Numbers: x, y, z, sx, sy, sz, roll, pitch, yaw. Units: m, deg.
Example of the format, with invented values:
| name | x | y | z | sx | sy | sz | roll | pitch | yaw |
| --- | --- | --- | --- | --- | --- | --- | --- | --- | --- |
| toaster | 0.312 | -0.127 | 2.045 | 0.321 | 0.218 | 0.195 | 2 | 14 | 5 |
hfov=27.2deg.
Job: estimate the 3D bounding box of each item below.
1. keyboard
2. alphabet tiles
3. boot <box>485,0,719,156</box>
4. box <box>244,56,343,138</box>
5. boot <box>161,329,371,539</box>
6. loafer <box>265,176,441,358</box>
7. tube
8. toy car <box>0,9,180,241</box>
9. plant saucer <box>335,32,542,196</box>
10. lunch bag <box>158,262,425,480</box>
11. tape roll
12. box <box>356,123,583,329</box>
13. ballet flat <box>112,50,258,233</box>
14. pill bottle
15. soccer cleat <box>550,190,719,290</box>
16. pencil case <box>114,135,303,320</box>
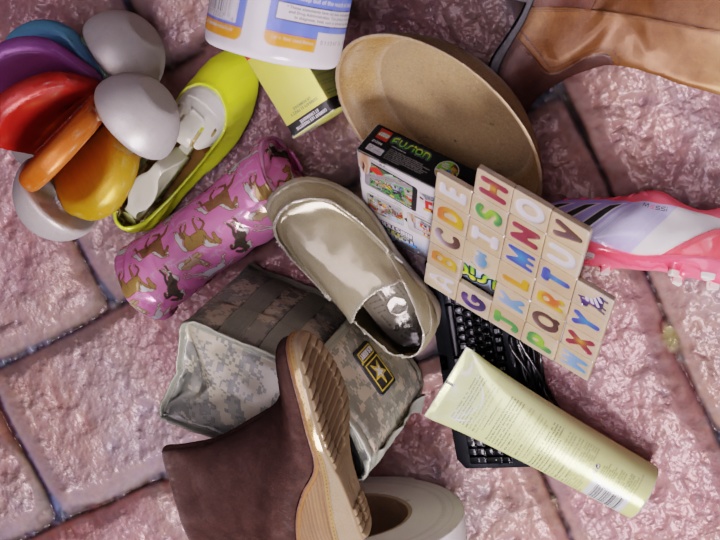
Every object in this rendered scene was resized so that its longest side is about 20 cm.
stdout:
| name | x | y | z | sx | sy | sz | roll | pitch | yaw |
| --- | --- | --- | --- | --- | --- | --- | --- | --- | --- |
| keyboard | 0.115 | 0.080 | 1.302 | 0.103 | 0.040 | 0.201 | -7 | 102 | 20 |
| alphabet tiles | 0.127 | -0.002 | 1.187 | 0.167 | 0.008 | 0.200 | 32 | 153 | 17 |
| boot | 0.206 | -0.168 | 1.212 | 0.198 | 0.068 | 0.190 | 11 | 102 | 6 |
| box | -0.080 | -0.215 | 1.274 | 0.050 | 0.075 | 0.201 | -29 | 94 | 23 |
| boot | -0.088 | 0.143 | 1.191 | 0.165 | 0.072 | 0.201 | -4 | 115 | 21 |
| loafer | 0.000 | 0.000 | 1.260 | 0.076 | 0.068 | 0.200 | -41 | 114 | 16 |
| tube | 0.159 | 0.142 | 1.280 | 0.199 | 0.052 | 0.058 | 28 | 72 | -1 |
| toy car | -0.261 | -0.140 | 1.289 | 0.150 | 0.201 | 0.175 | 27 | 122 | -39 |
| plant saucer | 0.070 | -0.122 | 1.202 | 0.199 | 0.035 | 0.201 | 31 | 153 | 18 |
| lunch bag | -0.048 | 0.093 | 1.291 | 0.199 | 0.164 | 0.118 | 23 | 115 | 10 |
| tape roll | -0.002 | 0.280 | 1.304 | 0.201 | 0.203 | 0.140 | -2 | 104 | 19 |
| box | 0.090 | -0.037 | 1.230 | 0.199 | 0.035 | 0.110 | 28 | 152 | 22 |
| ballet flat | -0.160 | -0.109 | 1.330 | 0.067 | 0.067 | 0.200 | 41 | 112 | 4 |
| pill bottle | -0.051 | -0.266 | 1.160 | 0.111 | 0.112 | 0.201 | 16 | 104 | 14 |
| soccer cleat | 0.217 | -0.037 | 1.235 | 0.199 | 0.067 | 0.077 | 11 | 75 | 22 |
| pencil case | -0.132 | -0.035 | 1.327 | 0.200 | 0.086 | 0.083 | -35 | 55 | 23 |
